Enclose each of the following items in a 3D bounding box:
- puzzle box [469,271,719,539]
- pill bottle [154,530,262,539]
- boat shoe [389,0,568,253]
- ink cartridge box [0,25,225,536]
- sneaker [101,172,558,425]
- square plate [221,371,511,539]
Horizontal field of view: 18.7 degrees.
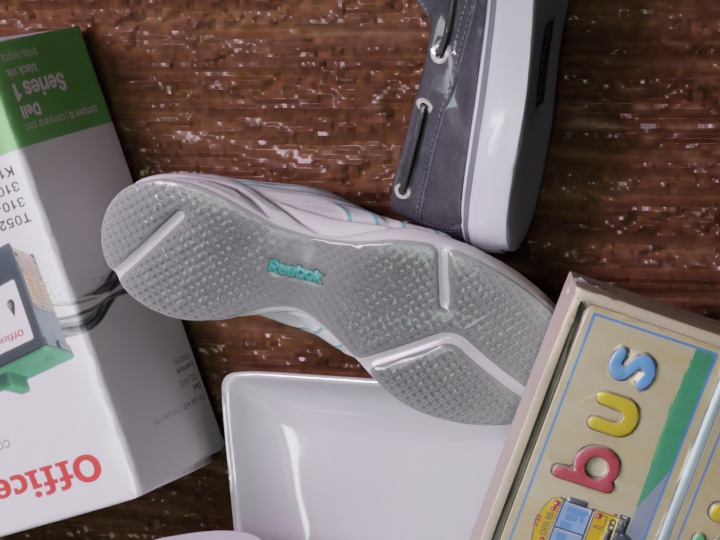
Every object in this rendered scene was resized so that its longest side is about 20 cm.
[{"bbox_3d":[0.109,0.113,0.848,0.132,0.025,0.201,18,104,-3],"label":"puzzle box"},{"bbox_3d":[-0.062,0.216,0.905,0.112,0.112,0.201,-6,100,23],"label":"pill bottle"},{"bbox_3d":[0.045,-0.107,0.852,0.066,0.070,0.201,13,113,18],"label":"boat shoe"},{"bbox_3d":[-0.165,0.014,0.948,0.145,0.084,0.201,-18,93,25],"label":"ink cartridge box"},{"bbox_3d":[0.000,0.000,0.883,0.199,0.080,0.071,21,110,10],"label":"sneaker"},{"bbox_3d":[0.042,0.139,0.922,0.199,0.028,0.199,0,100,22],"label":"square plate"}]
